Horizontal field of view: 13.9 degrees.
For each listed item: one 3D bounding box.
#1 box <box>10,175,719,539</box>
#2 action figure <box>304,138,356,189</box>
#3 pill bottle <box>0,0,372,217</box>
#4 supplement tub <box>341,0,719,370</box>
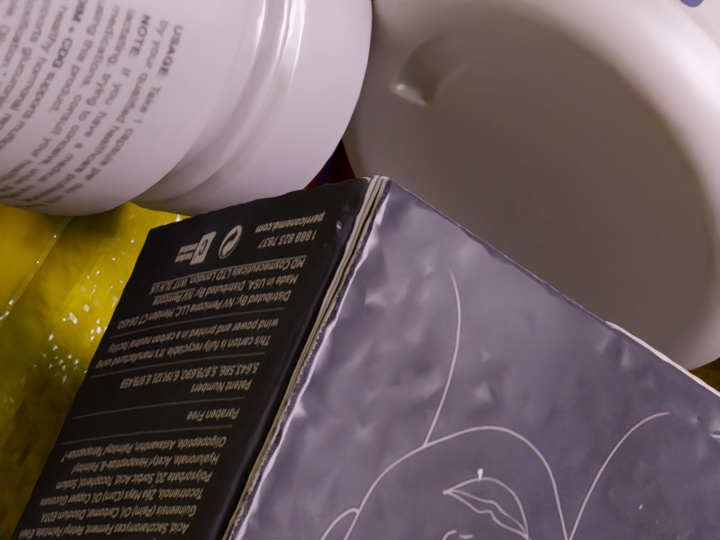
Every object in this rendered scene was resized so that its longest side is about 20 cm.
[{"bbox_3d":[0.012,0.114,0.732,0.200,0.124,0.198,33,68,-25],"label":"box"},{"bbox_3d":[0.000,0.000,0.873,0.065,0.052,0.201,25,56,-43],"label":"action figure"},{"bbox_3d":[-0.100,-0.077,0.751,0.199,0.113,0.114,15,66,-41],"label":"pill bottle"},{"bbox_3d":[0.101,-0.081,0.850,0.200,0.145,0.145,-46,109,-36],"label":"supplement tub"}]
